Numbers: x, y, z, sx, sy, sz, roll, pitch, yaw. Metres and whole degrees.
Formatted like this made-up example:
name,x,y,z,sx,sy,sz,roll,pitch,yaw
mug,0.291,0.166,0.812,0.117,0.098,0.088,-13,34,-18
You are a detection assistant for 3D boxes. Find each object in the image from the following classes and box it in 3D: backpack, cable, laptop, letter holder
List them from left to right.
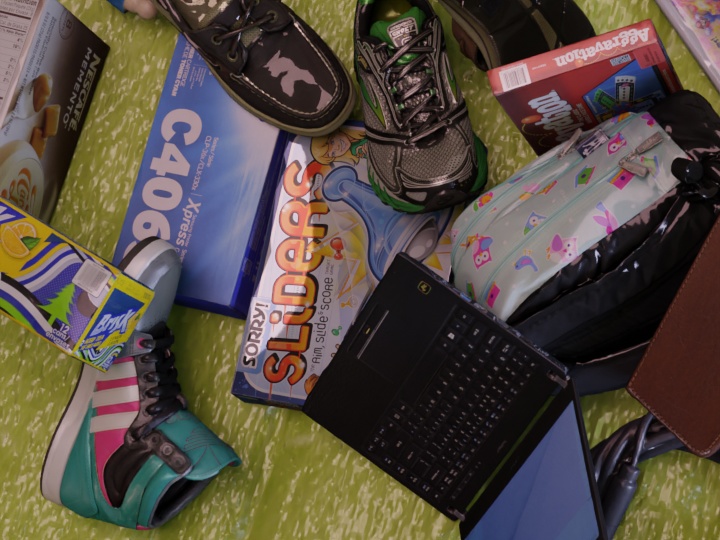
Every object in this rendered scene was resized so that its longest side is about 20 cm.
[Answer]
name,x,y,z,sx,sy,sz,roll,pitch,yaw
laptop,0.052,0.122,1.429,0.200,0.177,0.103,36,46,4
backpack,0.158,-0.013,1.468,0.200,0.167,0.127,-33,45,8
cable,0.192,0.180,1.460,0.163,0.051,0.200,-5,77,20
letter holder,0.274,0.031,1.375,0.142,0.100,0.200,47,120,41

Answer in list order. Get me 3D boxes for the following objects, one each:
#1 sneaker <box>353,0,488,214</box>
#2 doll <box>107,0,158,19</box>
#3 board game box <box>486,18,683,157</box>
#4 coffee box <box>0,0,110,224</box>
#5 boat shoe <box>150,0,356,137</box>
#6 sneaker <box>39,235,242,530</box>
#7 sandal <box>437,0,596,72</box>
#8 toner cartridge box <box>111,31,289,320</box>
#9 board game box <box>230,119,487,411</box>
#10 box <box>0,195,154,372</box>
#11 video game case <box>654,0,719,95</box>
name,x,y,z,sx,sy,sz,roll,pitch,yaw
sneaker,0.028,-0.117,1.524,0.078,0.085,0.200,-17,50,-2
doll,-0.151,-0.242,1.663,0.200,0.048,0.137,-9,73,14
board game box,0.150,-0.104,1.458,0.103,0.200,0.019,-16,74,12
coffee box,-0.259,-0.091,1.622,0.080,0.114,0.200,14,79,19
boat shoe,-0.087,-0.167,1.569,0.072,0.066,0.201,-45,69,0
sneaker,-0.129,0.088,1.537,0.121,0.084,0.200,26,108,19
sandal,0.090,-0.172,1.534,0.080,0.057,0.201,-42,107,-15
toner cartridge box,-0.100,-0.074,1.608,0.095,0.043,0.200,12,79,17
board game box,0.000,0.000,1.564,0.135,0.034,0.200,8,78,18
box,-0.235,-0.014,1.498,0.200,0.070,0.064,31,87,19
video game case,0.309,-0.170,1.525,0.182,0.024,0.200,-34,70,6
